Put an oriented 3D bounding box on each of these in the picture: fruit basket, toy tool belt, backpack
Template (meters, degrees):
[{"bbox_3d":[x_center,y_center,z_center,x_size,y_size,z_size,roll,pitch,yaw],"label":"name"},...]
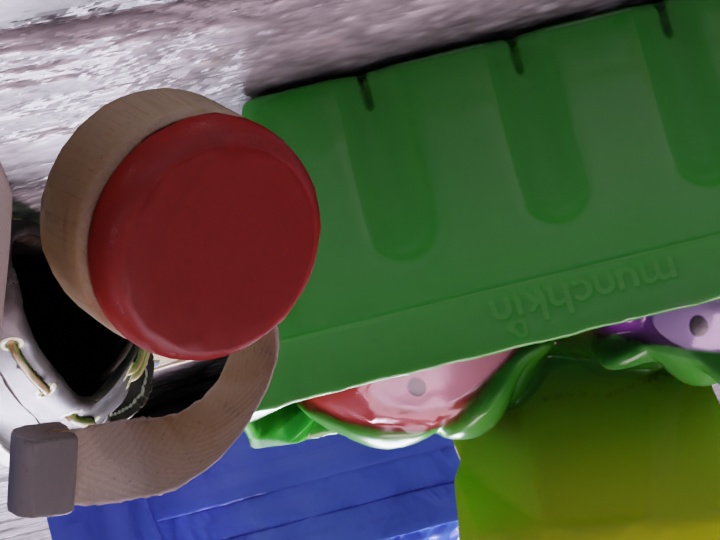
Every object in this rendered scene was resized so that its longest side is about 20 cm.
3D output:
[{"bbox_3d":[0.065,0.036,0.878,0.214,0.217,0.156,-14,173,-2],"label":"fruit basket"},{"bbox_3d":[-0.121,-0.018,0.548,0.199,0.126,0.123,-6,-159,-30],"label":"toy tool belt"},{"bbox_3d":[-0.037,0.129,1.539,0.200,0.169,0.162,-26,173,43],"label":"backpack"}]

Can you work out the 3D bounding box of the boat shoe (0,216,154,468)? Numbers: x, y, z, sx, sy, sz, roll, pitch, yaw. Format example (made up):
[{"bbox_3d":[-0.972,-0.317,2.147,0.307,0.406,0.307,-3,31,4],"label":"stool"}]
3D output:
[{"bbox_3d":[-0.101,0.023,0.963,0.060,0.072,0.201,-12,171,15],"label":"boat shoe"}]

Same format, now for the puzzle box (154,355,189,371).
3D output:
[{"bbox_3d":[-0.145,0.034,1.145,0.132,0.026,0.200,-17,172,17],"label":"puzzle box"}]
